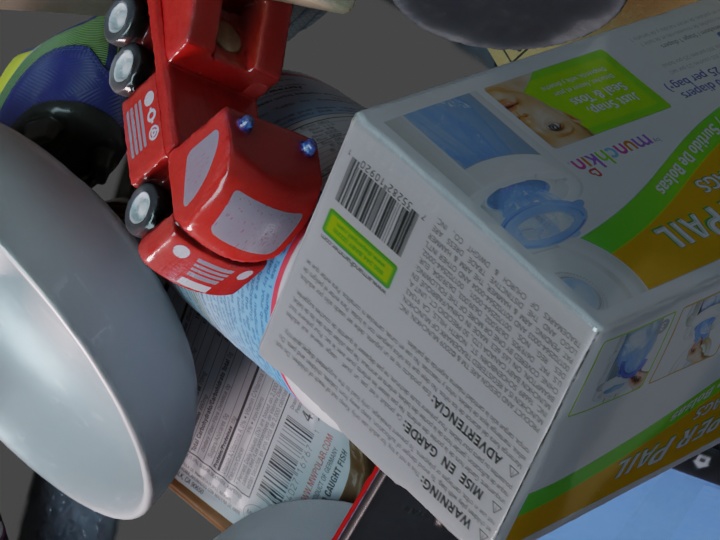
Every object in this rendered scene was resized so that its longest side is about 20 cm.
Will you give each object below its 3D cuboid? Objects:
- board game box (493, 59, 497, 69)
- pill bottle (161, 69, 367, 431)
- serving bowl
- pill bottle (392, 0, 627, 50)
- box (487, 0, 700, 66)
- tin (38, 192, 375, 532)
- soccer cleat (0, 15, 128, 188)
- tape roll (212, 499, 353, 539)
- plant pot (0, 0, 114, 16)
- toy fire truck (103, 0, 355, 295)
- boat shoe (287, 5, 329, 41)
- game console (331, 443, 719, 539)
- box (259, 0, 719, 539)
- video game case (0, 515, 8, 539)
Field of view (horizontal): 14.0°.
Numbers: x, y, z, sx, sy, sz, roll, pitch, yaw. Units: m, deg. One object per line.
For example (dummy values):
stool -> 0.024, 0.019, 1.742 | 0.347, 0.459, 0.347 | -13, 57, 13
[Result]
board game box -> 0.105, 0.017, 1.143 | 0.135, 0.035, 0.201 | 17, 109, 34
pill bottle -> 0.000, 0.000, 1.131 | 0.200, 0.108, 0.109 | 38, 123, 55
serving bowl -> -0.134, 0.008, 1.228 | 0.200, 0.066, 0.200 | 41, 156, 22
pill bottle -> 0.054, -0.185, 1.040 | 0.112, 0.112, 0.201 | -21, 55, 39
box -> 0.143, -0.076, 1.044 | 0.200, 0.021, 0.164 | -41, 73, 41
tin -> -0.062, 0.044, 1.278 | 0.200, 0.042, 0.112 | 36, 115, 27
soccer cleat -> -0.158, -0.052, 1.327 | 0.200, 0.065, 0.084 | -30, 37, 48
tape roll -> -0.030, 0.212, 1.200 | 0.202, 0.139, 0.204 | 15, 119, 29
plant pot -> -0.116, -0.236, 1.173 | 0.177, 0.200, 0.200 | -42, 73, 24
toy fire truck -> -0.035, -0.106, 1.090 | 0.141, 0.049, 0.201 | -39, 46, 37
boat shoe -> -0.011, -0.162, 1.178 | 0.200, 0.072, 0.062 | -45, 73, 25
game console -> 0.087, 0.118, 1.069 | 0.199, 0.031, 0.177 | 20, 131, -13
box -> 0.084, -0.004, 0.967 | 0.112, 0.200, 0.102 | 42, 129, 24
video game case -> -0.249, 0.085, 1.382 | 0.199, 0.036, 0.182 | 23, 142, 33
